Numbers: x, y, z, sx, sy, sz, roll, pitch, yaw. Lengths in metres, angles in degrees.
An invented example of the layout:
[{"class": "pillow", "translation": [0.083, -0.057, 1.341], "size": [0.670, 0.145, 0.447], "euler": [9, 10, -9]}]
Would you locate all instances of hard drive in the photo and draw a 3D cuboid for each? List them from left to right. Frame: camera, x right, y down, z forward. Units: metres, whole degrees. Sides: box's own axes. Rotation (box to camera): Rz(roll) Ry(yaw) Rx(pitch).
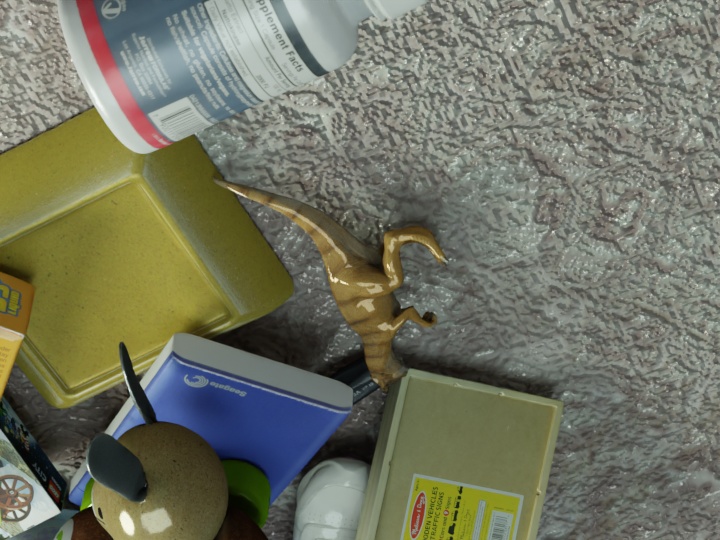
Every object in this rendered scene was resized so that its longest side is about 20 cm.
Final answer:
[{"class": "hard drive", "translation": [-0.107, 0.122, 1.557], "size": [0.131, 0.026, 0.200], "euler": [18, 139, -18]}]

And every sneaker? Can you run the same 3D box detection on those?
[{"class": "sneaker", "translation": [-0.018, 0.226, 1.635], "size": [0.074, 0.100, 0.201], "euler": [7, 125, -5]}]

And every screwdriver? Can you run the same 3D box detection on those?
[{"class": "screwdriver", "translation": [-0.053, 0.111, 1.597], "size": [0.199, 0.028, 0.029], "euler": [-34, 152, 26]}]

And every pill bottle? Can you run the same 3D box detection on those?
[{"class": "pill bottle", "translation": [-0.067, -0.161, 1.326], "size": [0.199, 0.120, 0.120], "euler": [-23, 126, 10]}]

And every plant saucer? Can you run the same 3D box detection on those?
[{"class": "plant saucer", "translation": [-0.171, 0.001, 1.481], "size": [0.199, 0.049, 0.200], "euler": [-25, 126, 13]}]

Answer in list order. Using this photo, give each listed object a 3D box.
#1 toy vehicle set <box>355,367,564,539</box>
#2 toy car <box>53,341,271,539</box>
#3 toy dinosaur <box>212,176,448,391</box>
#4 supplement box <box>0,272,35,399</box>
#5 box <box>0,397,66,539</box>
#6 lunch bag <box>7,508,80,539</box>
[{"class": "toy vehicle set", "translation": [0.063, 0.177, 1.580], "size": [0.123, 0.026, 0.202], "euler": [14, 87, -15]}, {"class": "toy car", "translation": [-0.146, 0.153, 1.460], "size": [0.157, 0.165, 0.201], "euler": [-5, 132, 10]}, {"class": "toy dinosaur", "translation": [0.000, 0.000, 1.481], "size": [0.106, 0.060, 0.201], "euler": [-31, 118, 0]}, {"class": "supplement box", "translation": [-0.272, 0.094, 1.458], "size": [0.068, 0.067, 0.201], "euler": [16, 120, -11]}, {"class": "box", "translation": [-0.311, 0.111, 1.531], "size": [0.136, 0.038, 0.201], "euler": [-27, 114, 12]}, {"class": "lunch bag", "translation": [-0.216, 0.263, 1.585], "size": [0.198, 0.170, 0.128], "euler": [9, 132, -6]}]
